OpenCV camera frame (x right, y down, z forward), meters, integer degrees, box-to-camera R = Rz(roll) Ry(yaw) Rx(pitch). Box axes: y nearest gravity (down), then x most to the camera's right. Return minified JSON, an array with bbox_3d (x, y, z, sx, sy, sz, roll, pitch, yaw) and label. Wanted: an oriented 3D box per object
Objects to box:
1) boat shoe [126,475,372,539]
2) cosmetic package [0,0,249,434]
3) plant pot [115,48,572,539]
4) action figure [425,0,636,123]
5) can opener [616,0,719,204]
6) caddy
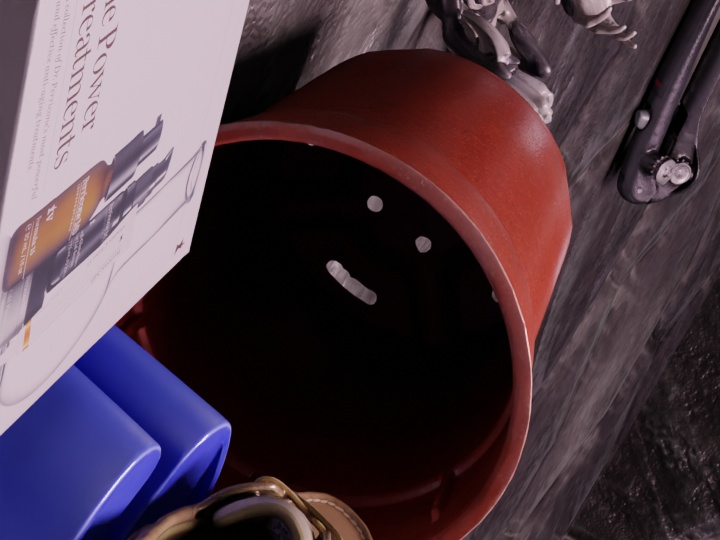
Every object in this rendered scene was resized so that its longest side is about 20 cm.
[{"bbox_3d":[-0.039,0.115,0.937,0.067,0.074,0.200,-57,167,22],"label":"boat shoe"},{"bbox_3d":[-0.094,-0.052,0.809,0.151,0.051,0.201,-50,163,-47],"label":"cosmetic package"},{"bbox_3d":[0.000,0.000,1.097,0.202,0.200,0.195,-67,173,27],"label":"plant pot"},{"bbox_3d":[0.083,-0.125,1.292,0.119,0.102,0.200,-39,160,-26],"label":"action figure"},{"bbox_3d":[0.251,-0.141,1.985,0.063,0.079,0.201,2,122,-30],"label":"can opener"},{"bbox_3d":[-0.140,0.099,0.939,0.201,0.105,0.141,-61,164,13],"label":"caddy"}]
